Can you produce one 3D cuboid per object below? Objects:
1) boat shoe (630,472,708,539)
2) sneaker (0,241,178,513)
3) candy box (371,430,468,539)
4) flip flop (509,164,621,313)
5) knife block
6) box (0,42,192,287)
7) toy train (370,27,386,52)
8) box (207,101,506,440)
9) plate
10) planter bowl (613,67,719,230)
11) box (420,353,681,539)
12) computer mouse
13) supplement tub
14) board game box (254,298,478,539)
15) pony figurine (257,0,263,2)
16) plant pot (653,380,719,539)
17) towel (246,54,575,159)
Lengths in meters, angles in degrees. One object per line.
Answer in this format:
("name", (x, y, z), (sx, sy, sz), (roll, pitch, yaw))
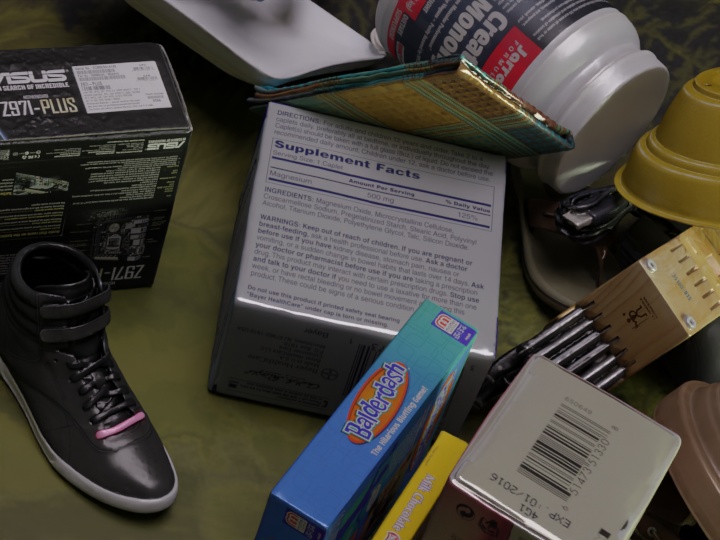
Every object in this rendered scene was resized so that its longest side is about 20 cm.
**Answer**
("boat shoe", (0.228, 0.178, 1.447), (0.074, 0.075, 0.203), (-16, 56, -30))
("sneaker", (-0.181, 0.065, 1.396), (0.070, 0.099, 0.200), (-22, 61, -35))
("candy box", (0.008, 0.199, 1.336), (0.026, 0.102, 0.200), (29, 46, 9))
("flip flop", (0.164, -0.039, 1.632), (0.081, 0.058, 0.201), (3, 48, -16))
("knife block", (0.173, 0.048, 1.510), (0.064, 0.175, 0.200), (56, 36, 4))
("box", (-0.231, -0.064, 1.451), (0.199, 0.164, 0.086), (-6, 51, -22))
("toy train", (0.066, -0.237, 1.786), (0.149, 0.056, 0.201), (2, 51, 1))
("box", (0.000, 0.000, 1.510), (0.183, 0.105, 0.201), (13, 47, -6))
("plate", (-0.101, -0.201, 1.668), (0.199, 0.032, 0.200), (35, 23, 16))
("planter bowl", (0.287, -0.099, 1.555), (0.199, 0.084, 0.201), (0, 22, 0))
("box", (0.100, 0.174, 1.321), (0.109, 0.201, 0.128), (30, 47, 10))
("computer mouse", (0.241, 0.009, 1.577), (0.138, 0.053, 0.201), (-21, 78, -40))
("supplement tub", (0.121, -0.168, 1.619), (0.140, 0.141, 0.200), (-30, 63, -36))
("board game box", (-0.006, 0.133, 1.357), (0.045, 0.153, 0.200), (31, 46, 11))
("pony figurine", (-0.097, -0.288, 1.656), (0.193, 0.167, 0.200), (39, 7, 5))
("plant pot", (0.295, 0.141, 1.425), (0.201, 0.093, 0.201), (40, 24, -22))
("towel", (0.037, -0.110, 1.544), (0.146, 0.199, 0.022), (29, 65, -44))
